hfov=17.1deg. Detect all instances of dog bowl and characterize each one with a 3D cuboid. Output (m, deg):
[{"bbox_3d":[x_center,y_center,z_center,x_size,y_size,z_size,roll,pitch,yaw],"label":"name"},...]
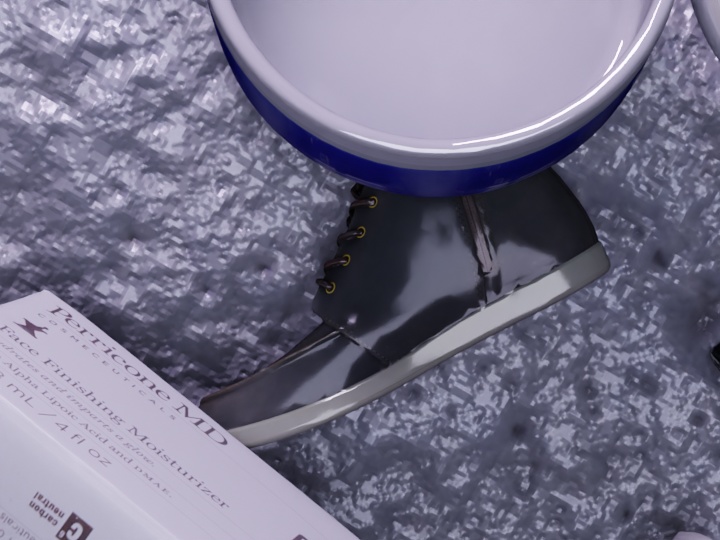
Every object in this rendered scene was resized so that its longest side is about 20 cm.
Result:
[{"bbox_3d":[0.033,-0.135,1.006,0.199,0.079,0.201,0,78,0],"label":"dog bowl"}]

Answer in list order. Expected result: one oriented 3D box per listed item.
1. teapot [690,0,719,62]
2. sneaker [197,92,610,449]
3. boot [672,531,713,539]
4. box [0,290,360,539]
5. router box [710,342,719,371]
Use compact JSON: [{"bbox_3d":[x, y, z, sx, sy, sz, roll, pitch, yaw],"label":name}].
[{"bbox_3d":[0.233,-0.151,1.018,0.200,0.146,0.198,-38,93,21],"label":"teapot"},{"bbox_3d":[0.000,0.000,1.065,0.200,0.075,0.106,-28,89,-2],"label":"sneaker"},{"bbox_3d":[0.202,0.201,1.103,0.200,0.073,0.096,38,69,-26],"label":"boot"},{"bbox_3d":[-0.134,0.149,0.999,0.199,0.131,0.200,37,105,7],"label":"box"},{"bbox_3d":[0.283,0.039,1.090,0.200,0.062,0.150,-39,100,1],"label":"router box"}]
